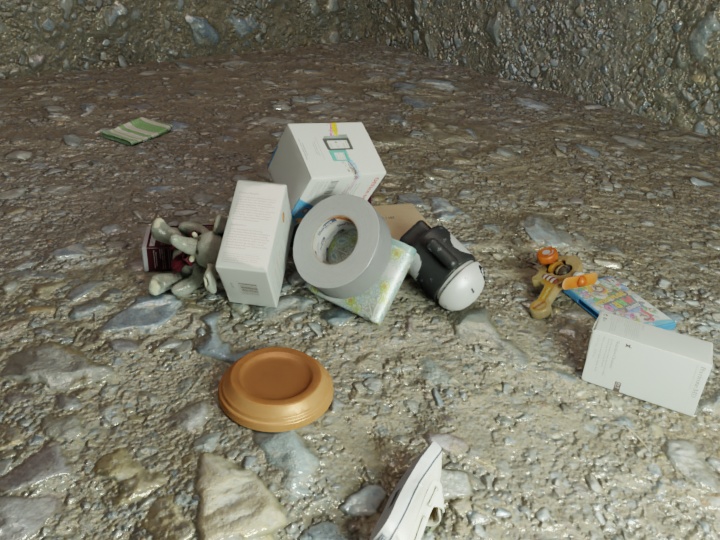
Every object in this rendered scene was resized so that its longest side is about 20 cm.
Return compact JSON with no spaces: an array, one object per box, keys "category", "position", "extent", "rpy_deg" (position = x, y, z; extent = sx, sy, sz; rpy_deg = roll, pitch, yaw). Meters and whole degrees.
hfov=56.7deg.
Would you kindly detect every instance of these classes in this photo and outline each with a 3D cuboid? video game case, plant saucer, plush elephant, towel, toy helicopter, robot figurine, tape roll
[{"category":"video game case","position":[0.554,0.077,1.438],"extent":[0.140,0.018,0.200],"rpy_deg":[-8,32,-22]},{"category":"plant saucer","position":[-0.142,0.190,1.128],"extent":[0.195,0.038,0.201],"rpy_deg":[3,29,-1]},{"category":"plush elephant","position":[-0.335,-0.035,1.359],"extent":[0.195,0.155,0.169],"rpy_deg":[11,68,-17]},{"category":"towel","position":[-0.746,-0.468,2.230],"extent":[0.150,0.024,0.200],"rpy_deg":[19,32,23]},{"category":"toy helicopter","position":[0.424,0.035,1.433],"extent":[0.130,0.080,0.200],"rpy_deg":[4,40,39]},{"category":"robot figurine","position":[0.171,-0.012,1.398],"extent":[0.200,0.126,0.149],"rpy_deg":[47,34,20]},{"category":"towel","position":[0.000,0.000,1.376],"extent":[0.197,0.174,0.048],"rpy_deg":[22,-8,32]},{"category":"tape roll","position":[-0.038,-0.050,1.349],"extent":[0.198,0.203,0.066],"rpy_deg":[24,-7,32]}]

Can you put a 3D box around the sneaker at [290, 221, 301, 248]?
[{"category":"sneaker","position":[-0.115,-0.080,1.513],"extent":[0.197,0.077,0.083],"rpy_deg":[-3,2,43]}]

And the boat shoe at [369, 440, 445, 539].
[{"category":"boat shoe","position":[0.081,0.318,0.914],"extent":[0.069,0.071,0.200],"rpy_deg":[39,32,5]}]

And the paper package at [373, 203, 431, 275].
[{"category":"paper package","position":[0.060,-0.070,1.547],"extent":[0.195,0.106,0.191],"rpy_deg":[-5,30,-18]}]

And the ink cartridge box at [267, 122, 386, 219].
[{"category":"ink cartridge box","position":[-0.076,-0.222,1.471],"extent":[0.197,0.147,0.148],"rpy_deg":[-10,64,-35]}]

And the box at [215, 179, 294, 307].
[{"category":"box","position":[-0.209,-0.053,1.350],"extent":[0.104,0.153,0.204],"rpy_deg":[6,61,5]}]

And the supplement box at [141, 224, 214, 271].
[{"category":"supplement box","position":[-0.383,-0.053,1.501],"extent":[0.195,0.062,0.110],"rpy_deg":[-2,30,-9]}]

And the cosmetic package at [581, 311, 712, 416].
[{"category":"cosmetic package","position":[0.507,0.163,1.186],"extent":[0.196,0.115,0.081],"rpy_deg":[16,30,25]}]

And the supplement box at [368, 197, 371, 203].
[{"category":"supplement box","position":[-0.052,-0.241,1.835],"extent":[0.128,0.105,0.201],"rpy_deg":[-3,29,-14]}]

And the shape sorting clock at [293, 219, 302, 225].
[{"category":"shape sorting clock","position":[-0.106,-0.179,1.622],"extent":[0.195,0.205,0.039],"rpy_deg":[3,6,-2]}]
